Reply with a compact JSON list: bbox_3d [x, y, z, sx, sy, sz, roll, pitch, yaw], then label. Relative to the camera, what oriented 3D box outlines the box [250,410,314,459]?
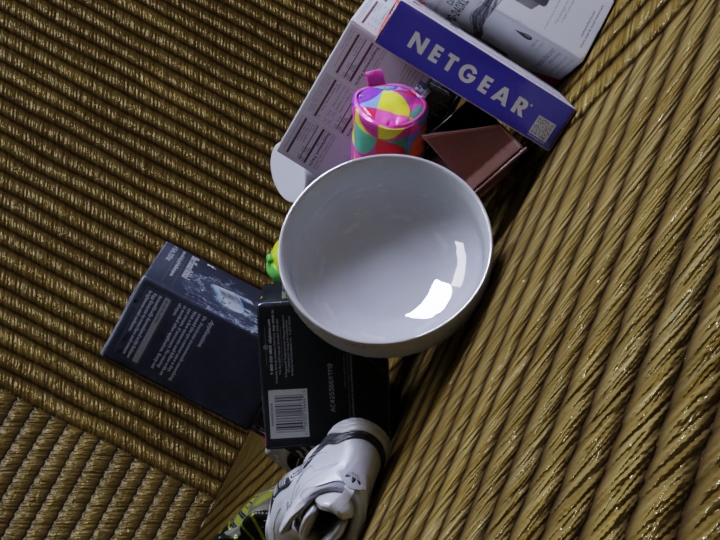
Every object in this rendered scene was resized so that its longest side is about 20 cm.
[{"bbox_3d":[-0.049,0.129,1.514,0.200,0.115,0.132,-64,5,-26],"label":"box"}]

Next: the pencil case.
[{"bbox_3d":[0.027,-0.113,1.265,0.200,0.088,0.088,95,-166,-45],"label":"pencil case"}]

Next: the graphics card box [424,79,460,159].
[{"bbox_3d":[0.063,-0.152,1.470,0.200,0.051,0.125,-61,0,-30],"label":"graphics card box"}]

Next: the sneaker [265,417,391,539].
[{"bbox_3d":[-0.047,0.233,1.097,0.200,0.075,0.115,-54,5,35],"label":"sneaker"}]

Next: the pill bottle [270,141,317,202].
[{"bbox_3d":[-0.016,-0.151,1.567,0.200,0.111,0.111,-18,-24,-33],"label":"pill bottle"}]

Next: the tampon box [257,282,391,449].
[{"bbox_3d":[-0.040,0.091,1.229,0.200,0.126,0.150,-133,40,-85],"label":"tampon box"}]

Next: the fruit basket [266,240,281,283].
[{"bbox_3d":[-0.017,-0.012,1.588,0.216,0.156,0.216,-39,-8,-6],"label":"fruit basket"}]

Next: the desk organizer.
[{"bbox_3d":[0.118,-0.133,1.212,0.072,0.077,0.200,-41,2,9],"label":"desk organizer"}]

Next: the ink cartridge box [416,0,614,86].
[{"bbox_3d":[0.149,-0.287,1.260,0.083,0.200,0.145,-62,4,-10],"label":"ink cartridge box"}]

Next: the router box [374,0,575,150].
[{"bbox_3d":[0.112,-0.206,1.183,0.049,0.200,0.180,-58,5,15],"label":"router box"}]

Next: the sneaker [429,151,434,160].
[{"bbox_3d":[0.115,-0.155,1.660,0.082,0.075,0.200,-56,5,-28],"label":"sneaker"}]

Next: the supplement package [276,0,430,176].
[{"bbox_3d":[0.011,-0.218,1.378,0.200,0.111,0.156,-54,5,38],"label":"supplement package"}]

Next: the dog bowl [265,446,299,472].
[{"bbox_3d":[-0.077,0.206,1.736,0.200,0.059,0.200,-61,5,9],"label":"dog bowl"}]

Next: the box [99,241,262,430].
[{"bbox_3d":[-0.192,0.075,1.451,0.117,0.200,0.197,-60,8,11],"label":"box"}]

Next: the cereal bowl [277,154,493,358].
[{"bbox_3d":[0.024,-0.005,1.093,0.083,0.200,0.200,83,-150,-62],"label":"cereal bowl"}]

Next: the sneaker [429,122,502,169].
[{"bbox_3d":[0.126,-0.144,1.445,0.200,0.075,0.105,-61,-4,-67],"label":"sneaker"}]

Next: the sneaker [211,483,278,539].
[{"bbox_3d":[-0.134,0.341,1.541,0.200,0.075,0.076,-41,11,47],"label":"sneaker"}]

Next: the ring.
[{"bbox_3d":[0.094,-0.050,1.236,0.200,0.019,0.200,-40,1,1],"label":"ring"}]
